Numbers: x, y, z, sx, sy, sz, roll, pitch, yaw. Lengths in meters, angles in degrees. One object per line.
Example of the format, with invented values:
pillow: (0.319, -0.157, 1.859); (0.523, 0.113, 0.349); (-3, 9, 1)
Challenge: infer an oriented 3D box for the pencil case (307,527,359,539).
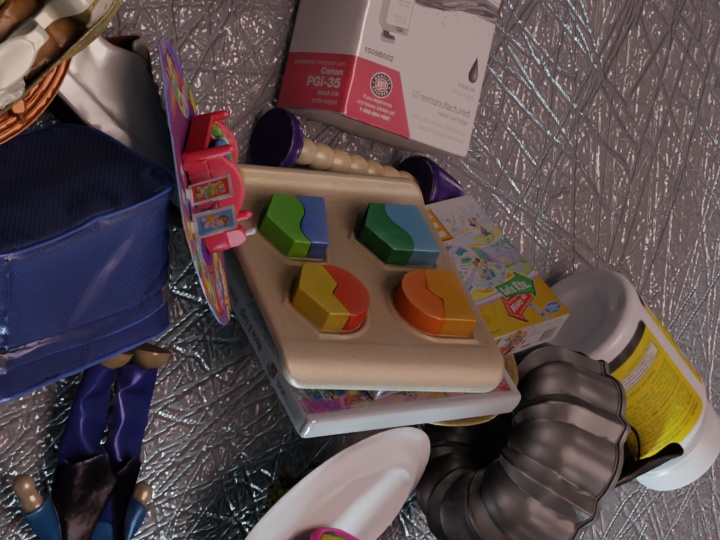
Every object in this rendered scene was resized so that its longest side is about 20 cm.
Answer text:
pencil case: (-0.055, 0.290, 1.567); (0.088, 0.088, 0.201); (20, 112, -42)

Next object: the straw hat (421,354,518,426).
straw hat: (0.017, 0.074, 1.634); (0.200, 0.201, 0.085); (-14, 146, -40)

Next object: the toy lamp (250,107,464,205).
toy lamp: (0.002, -0.077, 1.634); (0.199, 0.058, 0.059); (16, 86, -40)

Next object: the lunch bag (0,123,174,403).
lunch bag: (-0.223, 0.004, 1.369); (0.199, 0.136, 0.133); (-23, 129, -36)

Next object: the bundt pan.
bundt pan: (0.116, 0.142, 1.661); (0.076, 0.201, 0.203); (30, 76, -31)

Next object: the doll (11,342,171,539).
doll: (-0.193, 0.151, 1.490); (0.136, 0.048, 0.202); (4, 100, -51)

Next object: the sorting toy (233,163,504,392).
sorting toy: (0.000, 0.000, 1.511); (0.184, 0.201, 0.037); (4, 136, -30)

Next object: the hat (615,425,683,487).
hat: (0.170, 0.152, 1.751); (0.200, 0.200, 0.081); (-20, 87, -39)

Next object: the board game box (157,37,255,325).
board game box: (-0.096, -0.064, 1.429); (0.158, 0.039, 0.201); (69, 10, -65)

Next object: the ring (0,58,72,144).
ring: (-0.275, -0.174, 1.351); (0.199, 0.019, 0.202); (0, 89, -30)

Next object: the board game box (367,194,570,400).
board game box: (0.049, 0.016, 1.583); (0.199, 0.135, 0.034); (-16, 147, -43)

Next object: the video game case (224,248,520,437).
video game case: (0.002, 0.042, 1.572); (0.199, 0.183, 0.024); (-3, 140, -36)

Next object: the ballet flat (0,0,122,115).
ballet flat: (-0.206, -0.160, 1.341); (0.200, 0.070, 0.071); (-47, 125, -21)

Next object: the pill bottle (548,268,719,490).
pill bottle: (0.236, 0.101, 1.835); (0.200, 0.114, 0.115); (49, 64, -35)

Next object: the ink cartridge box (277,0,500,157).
ink cartridge box: (0.030, -0.204, 1.619); (0.146, 0.082, 0.202); (15, 86, -43)

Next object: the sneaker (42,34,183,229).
sneaker: (-0.158, -0.113, 1.466); (0.085, 0.073, 0.200); (-54, 126, -20)

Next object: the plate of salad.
plate of salad: (-0.030, 0.186, 1.605); (0.199, 0.048, 0.201); (-32, 153, -18)
